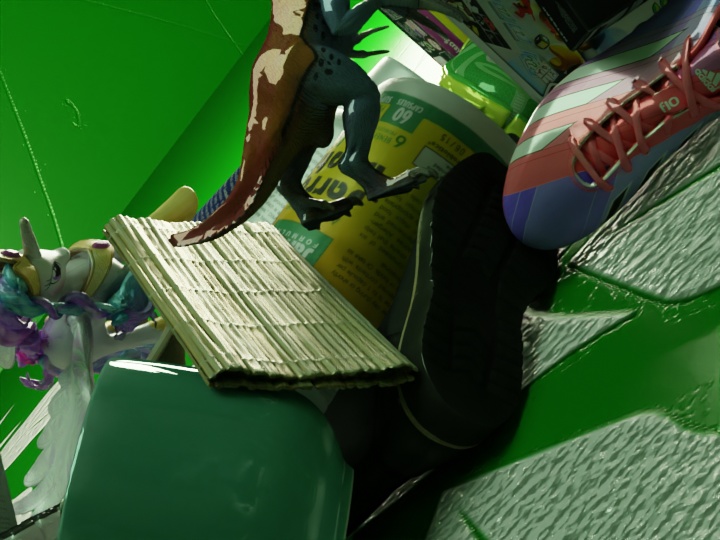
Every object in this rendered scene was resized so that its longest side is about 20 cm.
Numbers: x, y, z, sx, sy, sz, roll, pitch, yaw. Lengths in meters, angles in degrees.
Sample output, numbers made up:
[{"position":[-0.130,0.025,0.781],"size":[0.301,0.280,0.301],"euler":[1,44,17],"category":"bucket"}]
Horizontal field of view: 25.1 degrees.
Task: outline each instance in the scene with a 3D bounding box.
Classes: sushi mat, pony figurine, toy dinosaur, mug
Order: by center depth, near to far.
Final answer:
[{"position":[-0.065,0.120,0.724],"size":[0.185,0.114,0.153],"euler":[-85,4,-88],"category":"mug"},{"position":[-0.054,0.012,0.771],"size":[0.200,0.095,0.012],"euler":[-137,52,-60],"category":"sushi mat"},{"position":[-0.018,-0.121,0.817],"size":[0.200,0.182,0.105],"euler":[-12,-7,-46],"category":"toy dinosaur"},{"position":[-0.191,0.038,1.061],"size":[0.200,0.166,0.194],"euler":[-15,-44,-55],"category":"pony figurine"}]

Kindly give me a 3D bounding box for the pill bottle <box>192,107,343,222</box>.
[{"position":[-0.048,-0.033,1.165],"size":[0.200,0.116,0.116],"euler":[-46,13,18],"category":"pill bottle"}]

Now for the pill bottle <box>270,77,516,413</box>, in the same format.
[{"position":[0.000,0.000,0.904],"size":[0.200,0.113,0.113],"euler":[-53,13,-16],"category":"pill bottle"}]

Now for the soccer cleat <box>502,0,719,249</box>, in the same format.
[{"position":[0.143,-0.083,0.764],"size":[0.200,0.067,0.077],"euler":[-44,12,12],"category":"soccer cleat"}]

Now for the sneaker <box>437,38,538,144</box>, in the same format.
[{"position":[0.102,-0.140,1.052],"size":[0.084,0.074,0.200],"euler":[-49,11,23],"category":"sneaker"}]

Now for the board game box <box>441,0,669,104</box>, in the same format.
[{"position":[0.095,-0.171,0.868],"size":[0.126,0.200,0.035],"euler":[-38,15,45],"category":"board game box"}]

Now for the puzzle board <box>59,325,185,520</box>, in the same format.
[{"position":[-0.123,0.146,0.857],"size":[0.151,0.017,0.201],"euler":[-67,-16,-53],"category":"puzzle board"}]

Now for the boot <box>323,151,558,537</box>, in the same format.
[{"position":[0.023,0.037,0.818],"size":[0.138,0.077,0.200],"euler":[-47,11,37],"category":"boot"}]

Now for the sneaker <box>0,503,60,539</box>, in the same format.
[{"position":[-0.155,0.175,0.947],"size":[0.078,0.091,0.200],"euler":[-29,-3,33],"category":"sneaker"}]

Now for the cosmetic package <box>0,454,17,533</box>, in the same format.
[{"position":[-0.250,0.210,0.935],"size":[0.113,0.201,0.081],"euler":[-31,-26,22],"category":"cosmetic package"}]

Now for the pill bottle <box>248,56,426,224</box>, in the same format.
[{"position":[-0.013,-0.031,1.038],"size":[0.200,0.113,0.113],"euler":[-50,12,0],"category":"pill bottle"}]

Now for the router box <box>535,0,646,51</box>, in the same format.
[{"position":[0.110,-0.232,0.769],"size":[0.157,0.200,0.052],"euler":[-34,-1,-3],"category":"router box"}]

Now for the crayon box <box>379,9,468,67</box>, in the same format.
[{"position":[0.076,-0.255,1.186],"size":[0.173,0.200,0.058],"euler":[-51,12,-5],"category":"crayon box"}]
